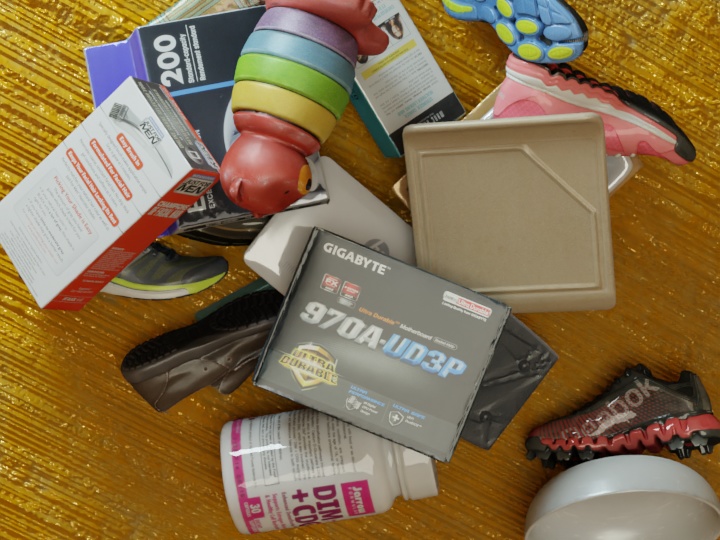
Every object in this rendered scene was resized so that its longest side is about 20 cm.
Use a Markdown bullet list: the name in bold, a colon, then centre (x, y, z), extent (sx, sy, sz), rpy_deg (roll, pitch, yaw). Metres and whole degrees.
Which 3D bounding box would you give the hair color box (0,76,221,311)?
- **hair color box**: centre (-0.233, -0.067, 1.492), extent (0.200, 0.064, 0.111), rpy_deg (-41, 72, 19)

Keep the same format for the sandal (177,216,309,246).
- **sandal**: centre (-0.115, -0.053, 1.584), extent (0.200, 0.082, 0.055), rpy_deg (6, 82, -7)

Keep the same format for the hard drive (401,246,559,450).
- **hard drive**: centre (0.084, 0.076, 1.639), extent (0.200, 0.042, 0.135), rpy_deg (35, 95, -17)

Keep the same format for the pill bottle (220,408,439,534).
- **pill bottle**: centre (-0.029, 0.187, 1.602), extent (0.200, 0.113, 0.114), rpy_deg (-10, 101, 4)

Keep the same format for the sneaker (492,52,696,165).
- **sneaker**: centre (0.215, -0.133, 1.538), extent (0.200, 0.074, 0.087), rpy_deg (23, 110, -7)

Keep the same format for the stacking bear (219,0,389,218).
- **stacking bear**: centre (-0.064, -0.145, 1.463), extent (0.114, 0.121, 0.200), rpy_deg (17, 80, 13)

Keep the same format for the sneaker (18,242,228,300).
- **sneaker**: centre (-0.225, -0.018, 1.573), extent (0.200, 0.074, 0.081), rpy_deg (5, 98, -4)

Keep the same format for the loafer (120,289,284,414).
- **loafer**: centre (-0.130, 0.079, 1.596), extent (0.200, 0.073, 0.071), rpy_deg (-20, 115, 0)

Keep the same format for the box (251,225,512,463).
- **box**: centre (0.019, 0.069, 1.526), extent (0.200, 0.046, 0.159), rpy_deg (23, 90, 0)

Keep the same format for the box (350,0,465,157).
- **box**: centre (0.012, -0.213, 1.575), extent (0.082, 0.049, 0.200), rpy_deg (-34, 102, -13)

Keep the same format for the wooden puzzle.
- **wooden puzzle**: centre (0.140, -0.051, 1.528), extent (0.185, 0.037, 0.200), rpy_deg (-3, 114, 12)

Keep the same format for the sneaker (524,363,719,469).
- **sneaker**: centre (0.263, 0.148, 1.666), extent (0.200, 0.071, 0.098), rpy_deg (-11, 69, 14)

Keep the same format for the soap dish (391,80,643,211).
- **soap dish**: centre (0.151, -0.094, 1.603), extent (0.200, 0.081, 0.157), rpy_deg (-43, 102, 2)

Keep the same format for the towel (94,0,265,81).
- **towel**: centre (-0.140, -0.194, 1.582), extent (0.200, 0.022, 0.147), rpy_deg (-37, 103, 1)

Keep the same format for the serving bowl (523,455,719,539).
- **serving bowl**: centre (0.260, 0.235, 1.645), extent (0.200, 0.200, 0.066), rpy_deg (2, 57, -7)

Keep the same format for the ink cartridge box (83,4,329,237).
- **ink cartridge box**: centre (-0.145, -0.138, 1.531), extent (0.200, 0.043, 0.199), rpy_deg (-12, 82, -5)

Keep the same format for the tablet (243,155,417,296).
- **tablet**: centre (0.000, 0.000, 1.571), extent (0.200, 0.014, 0.130), rpy_deg (40, 82, -14)

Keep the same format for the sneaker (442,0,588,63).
- **sneaker**: centre (0.152, -0.247, 1.524), extent (0.083, 0.200, 0.071), rpy_deg (-11, 118, -25)

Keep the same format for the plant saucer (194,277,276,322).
- **plant saucer**: centre (-0.062, 0.027, 1.633), extent (0.200, 0.019, 0.070), rpy_deg (-29, 102, -2)
